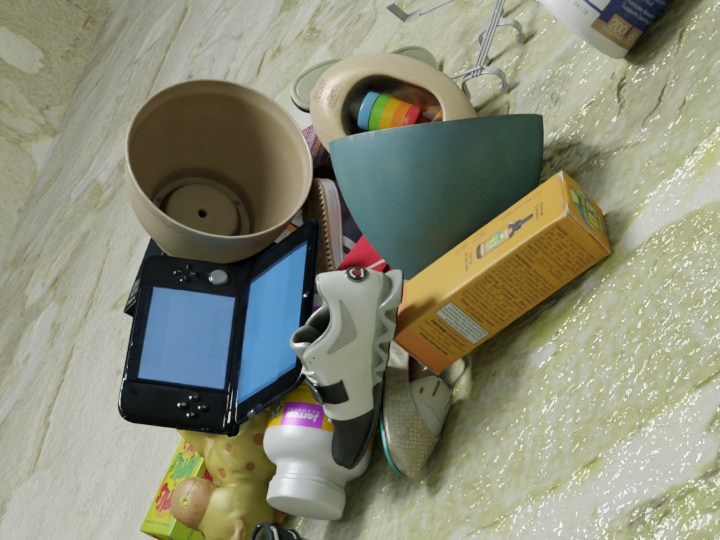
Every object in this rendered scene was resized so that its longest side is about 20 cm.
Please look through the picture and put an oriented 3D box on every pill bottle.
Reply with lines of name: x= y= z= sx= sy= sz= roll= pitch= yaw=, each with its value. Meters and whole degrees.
pill bottle: x=0.257 y=-0.301 z=1.351 sx=0.200 sy=0.111 sz=0.111 roll=-52 pitch=22 yaw=19
pill bottle: x=-0.033 y=0.130 z=1.421 sx=0.104 sy=0.104 sz=0.201 roll=-25 pitch=48 yaw=55

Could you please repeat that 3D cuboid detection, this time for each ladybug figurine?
ladybug figurine: x=0.038 y=-0.159 z=1.594 sx=0.136 sy=0.199 sz=0.072 roll=-67 pitch=-19 yaw=3

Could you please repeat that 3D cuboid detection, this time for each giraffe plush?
giraffe plush: x=-0.128 y=0.211 z=1.525 sx=0.199 sy=0.172 sz=0.163 roll=10 pitch=79 yaw=30

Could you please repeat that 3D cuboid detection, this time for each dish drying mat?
dish drying mat: x=0.025 y=-0.028 z=1.516 sx=0.077 sy=0.018 sz=0.200 roll=-8 pitch=31 yaw=35

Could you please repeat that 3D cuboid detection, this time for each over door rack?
over door rack: x=0.101 y=-0.248 z=1.664 sx=0.199 sy=0.067 sz=0.148 roll=-5 pitch=55 yaw=40

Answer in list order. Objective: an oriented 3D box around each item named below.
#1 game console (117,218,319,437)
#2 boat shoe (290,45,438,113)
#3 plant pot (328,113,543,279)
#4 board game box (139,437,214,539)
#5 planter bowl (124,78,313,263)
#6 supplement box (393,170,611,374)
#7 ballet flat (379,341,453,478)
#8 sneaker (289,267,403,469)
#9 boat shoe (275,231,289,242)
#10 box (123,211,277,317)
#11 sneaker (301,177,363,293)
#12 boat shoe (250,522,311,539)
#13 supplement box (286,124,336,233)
game console: x=-0.136 y=0.045 z=1.441 sx=0.119 sy=0.170 sz=0.201 roll=105 pitch=171 yaw=-50
boat shoe: x=-0.002 y=-0.212 z=1.754 sx=0.199 sy=0.075 sz=0.066 roll=-24 pitch=-16 yaw=-32
plant pot: x=0.076 y=-0.063 z=1.376 sx=0.200 sy=0.199 sz=0.136 roll=-4 pitch=93 yaw=65
board game box: x=-0.177 y=0.219 z=1.717 sx=0.101 sy=0.048 sz=0.201 roll=-11 pitch=51 yaw=62
planter bowl: x=-0.162 y=-0.086 z=1.608 sx=0.135 sy=0.199 sz=0.201 roll=117 pitch=171 yaw=-55
supplement box: x=0.118 y=0.004 z=1.284 sx=0.200 sy=0.069 sz=0.067 roll=-39 pitch=29 yaw=28
ballet flat: x=0.054 y=0.099 z=1.346 sx=0.062 sy=0.067 sz=0.200 roll=-27 pitch=34 yaw=21
sneaker: x=-0.021 y=0.083 z=1.304 sx=0.074 sy=0.088 sz=0.201 roll=-94 pitch=12 yaw=-62
boat shoe: x=-0.145 y=-0.017 z=1.920 sx=0.071 sy=0.072 sz=0.201 roll=-14 pitch=51 yaw=56
box: x=-0.151 y=0.024 z=1.704 sx=0.079 sy=0.199 sz=0.142 roll=-35 pitch=31 yaw=50
sneaker: x=0.000 y=0.000 z=1.604 sx=0.070 sy=0.108 sz=0.201 roll=-14 pitch=79 yaw=58
boat shoe: x=-0.085 y=0.321 z=1.361 sx=0.076 sy=0.060 sz=0.200 roll=-46 pitch=25 yaw=31
supplement box: x=-0.033 y=-0.106 z=1.738 sx=0.200 sy=0.110 sz=0.086 roll=-23 pitch=42 yaw=57
